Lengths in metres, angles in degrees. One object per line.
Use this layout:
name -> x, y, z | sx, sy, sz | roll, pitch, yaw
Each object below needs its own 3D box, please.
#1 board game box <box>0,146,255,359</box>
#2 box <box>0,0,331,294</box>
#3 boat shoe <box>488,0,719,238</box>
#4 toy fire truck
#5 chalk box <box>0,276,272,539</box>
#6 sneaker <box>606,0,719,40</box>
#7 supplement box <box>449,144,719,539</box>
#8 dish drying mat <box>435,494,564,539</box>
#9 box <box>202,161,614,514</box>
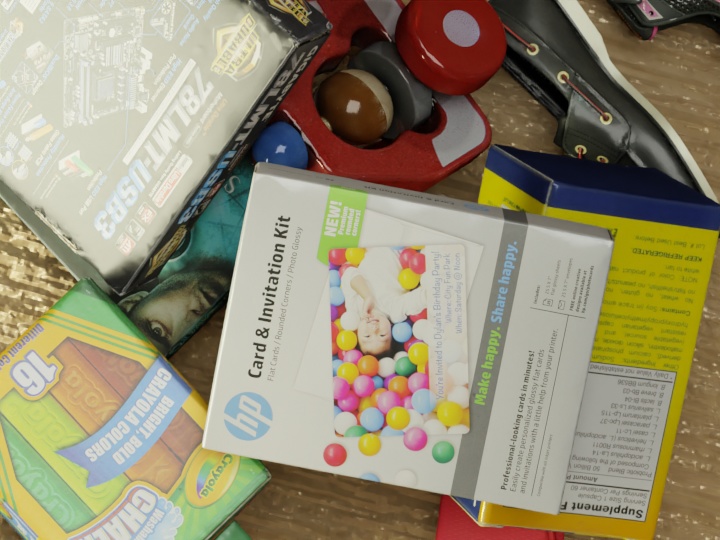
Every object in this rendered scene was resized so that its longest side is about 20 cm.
board game box -> -0.138, -0.062, 1.734 | 0.200, 0.028, 0.135 | 46, 103, 9
box -> -0.144, -0.125, 1.659 | 0.198, 0.050, 0.200 | 42, 121, 9
boat shoe -> 0.144, -0.090, 1.785 | 0.063, 0.074, 0.202 | -37, 82, -8
toy fire truck -> -0.023, -0.126, 1.723 | 0.168, 0.112, 0.201 | -31, 84, -34
chalk box -> -0.133, 0.123, 1.691 | 0.125, 0.124, 0.200 | -44, 88, -10
sneaker -> 0.171, -0.187, 1.803 | 0.199, 0.080, 0.087 | 21, 89, 3
supplement box -> 0.120, 0.041, 1.700 | 0.108, 0.110, 0.201 | 8, 101, -18
dish drying mat -> 0.070, 0.228, 1.724 | 0.076, 0.018, 0.201 | 10, 76, -2
box -> 0.026, 0.037, 1.612 | 0.199, 0.041, 0.157 | 11, 99, -1
